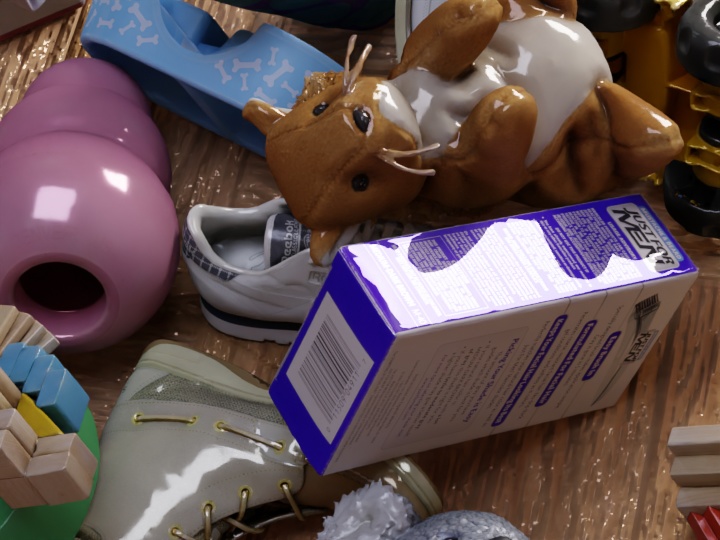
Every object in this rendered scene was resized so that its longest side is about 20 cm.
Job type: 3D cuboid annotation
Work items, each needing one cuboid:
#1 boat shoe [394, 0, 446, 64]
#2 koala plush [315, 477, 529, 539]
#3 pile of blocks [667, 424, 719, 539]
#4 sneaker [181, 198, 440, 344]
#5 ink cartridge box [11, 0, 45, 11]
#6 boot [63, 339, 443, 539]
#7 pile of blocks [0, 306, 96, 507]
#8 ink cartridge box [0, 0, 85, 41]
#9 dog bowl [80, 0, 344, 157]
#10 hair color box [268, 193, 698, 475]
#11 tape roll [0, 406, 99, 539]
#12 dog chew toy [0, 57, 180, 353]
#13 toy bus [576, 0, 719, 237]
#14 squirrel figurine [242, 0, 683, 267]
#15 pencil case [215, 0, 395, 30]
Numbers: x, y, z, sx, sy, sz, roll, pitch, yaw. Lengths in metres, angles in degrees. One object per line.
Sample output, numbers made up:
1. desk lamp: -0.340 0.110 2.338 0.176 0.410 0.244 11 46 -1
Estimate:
1. boat shoe: 0.063 -0.158 1.548 0.068 0.075 0.201 -5 54 15
2. koala plush: 0.040 0.194 1.267 0.176 0.184 0.201 17 42 -8
3. pile of blocks: 0.244 0.128 1.308 0.199 0.082 0.062 10 58 17
4. sneaker: 0.000 0.000 1.448 0.199 0.081 0.077 1 54 10
5. ink cartridge box: -0.199 -0.265 1.592 0.160 0.047 0.200 28 66 24
6. boot: -0.071 0.132 1.376 0.199 0.072 0.155 21 61 29
7. pile of blocks: -0.194 0.048 1.341 0.082 0.062 0.200 -45 41 -13
8. ink cartridge box: -0.277 -0.231 1.661 0.145 0.084 0.200 -24 55 -6
9. dog bowl: -0.078 -0.112 1.528 0.199 0.112 0.050 27 80 26
10. hair color box: 0.063 0.030 1.341 0.199 0.110 0.065 -9 52 -35
11. tape roll: -0.235 0.117 1.397 0.199 0.048 0.201 -18 41 17
12. dog chew toy: -0.160 -0.046 1.492 0.124 0.125 0.201 -7 38 7
13. toy bus: 0.197 -0.134 1.474 0.199 0.136 0.192 27 48 26
14. squirrel figurine: 0.029 -0.066 1.375 0.186 0.200 0.142 -26 86 -25
15. pencil case: -0.040 -0.190 1.516 0.085 0.200 0.093 -20 80 22
